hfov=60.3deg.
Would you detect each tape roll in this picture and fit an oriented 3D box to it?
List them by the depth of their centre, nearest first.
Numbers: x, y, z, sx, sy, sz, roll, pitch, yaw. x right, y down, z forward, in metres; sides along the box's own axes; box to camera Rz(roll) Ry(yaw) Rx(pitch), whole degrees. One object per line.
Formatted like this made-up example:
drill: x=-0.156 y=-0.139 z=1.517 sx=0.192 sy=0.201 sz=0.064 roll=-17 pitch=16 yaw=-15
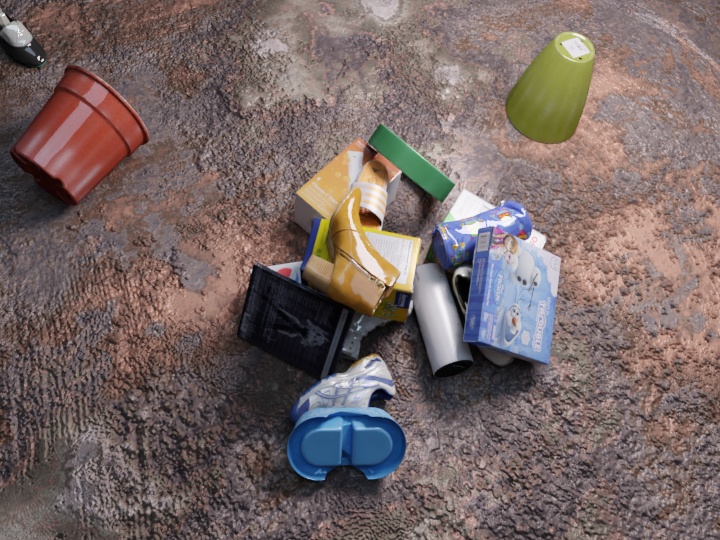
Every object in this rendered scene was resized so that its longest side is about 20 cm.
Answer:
tape roll: x=0.105 y=-0.220 z=1.268 sx=0.199 sy=0.200 sz=0.049 roll=41 pitch=102 yaw=14

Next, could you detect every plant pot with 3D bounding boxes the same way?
plant pot: x=-0.550 y=-0.249 z=1.199 sx=0.197 sy=0.202 sz=0.198 roll=30 pitch=69 yaw=9
plant pot: x=0.453 y=-0.436 z=1.428 sx=0.181 sy=0.202 sz=0.192 roll=3 pitch=59 yaw=-6

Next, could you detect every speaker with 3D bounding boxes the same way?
speaker: x=0.147 y=0.093 z=1.159 sx=0.079 sy=0.082 sz=0.205 roll=-9 pitch=63 yaw=-12

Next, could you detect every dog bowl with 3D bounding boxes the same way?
dog bowl: x=-0.023 y=0.280 z=1.021 sx=0.193 sy=0.050 sz=0.115 roll=1 pitch=105 yaw=-7

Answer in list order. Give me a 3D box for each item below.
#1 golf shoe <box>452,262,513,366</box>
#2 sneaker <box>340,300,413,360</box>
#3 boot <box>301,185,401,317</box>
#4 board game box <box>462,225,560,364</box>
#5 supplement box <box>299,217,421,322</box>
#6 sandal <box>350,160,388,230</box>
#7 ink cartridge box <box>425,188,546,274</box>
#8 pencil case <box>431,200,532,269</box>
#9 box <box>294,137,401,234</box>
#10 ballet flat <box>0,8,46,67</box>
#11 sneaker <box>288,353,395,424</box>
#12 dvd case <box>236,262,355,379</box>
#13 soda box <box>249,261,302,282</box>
golf shoe: x=0.218 y=0.087 z=1.141 sx=0.077 sy=0.097 sz=0.204 roll=-29 pitch=83 yaw=22
sneaker: x=0.005 y=0.109 z=1.143 sx=0.193 sy=0.074 sz=0.119 roll=-2 pitch=69 yaw=-6
boot: x=0.005 y=-0.031 z=1.016 sx=0.141 sy=0.071 sz=0.205 roll=25 pitch=64 yaw=4
board game box: x=0.278 y=0.049 z=1.119 sx=0.195 sy=0.043 sz=0.206 roll=18 pitch=76 yaw=-35
supplement box: x=0.000 y=0.000 z=1.094 sx=0.194 sy=0.111 sz=0.111 roll=12 pitch=59 yaw=4
sandal: x=0.014 y=-0.150 z=1.163 sx=0.077 sy=0.060 sz=0.211 roll=12 pitch=52 yaw=-1
ink cartridge box: x=0.252 y=-0.045 z=1.248 sx=0.197 sy=0.085 sz=0.147 roll=32 pitch=62 yaw=10
pencil case: x=0.225 y=-0.071 z=1.165 sx=0.195 sy=0.078 sz=0.089 roll=-19 pitch=72 yaw=-15
box: x=-0.026 y=-0.151 z=1.261 sx=0.123 sy=0.098 sz=0.200 roll=37 pitch=62 yaw=13
ballet flat: x=-0.785 y=-0.532 z=1.384 sx=0.198 sy=0.069 sz=0.068 roll=37 pitch=62 yaw=13
sneaker: x=-0.026 y=0.223 z=1.065 sx=0.196 sy=0.076 sz=0.089 roll=-27 pitch=67 yaw=-20
dvd case: x=-0.117 y=0.092 z=1.089 sx=0.196 sy=0.152 sz=0.016 roll=25 pitch=26 yaw=10
soda box: x=-0.109 y=0.027 z=1.170 sx=0.194 sy=0.064 sz=0.070 roll=-9 pitch=62 yaw=-12
